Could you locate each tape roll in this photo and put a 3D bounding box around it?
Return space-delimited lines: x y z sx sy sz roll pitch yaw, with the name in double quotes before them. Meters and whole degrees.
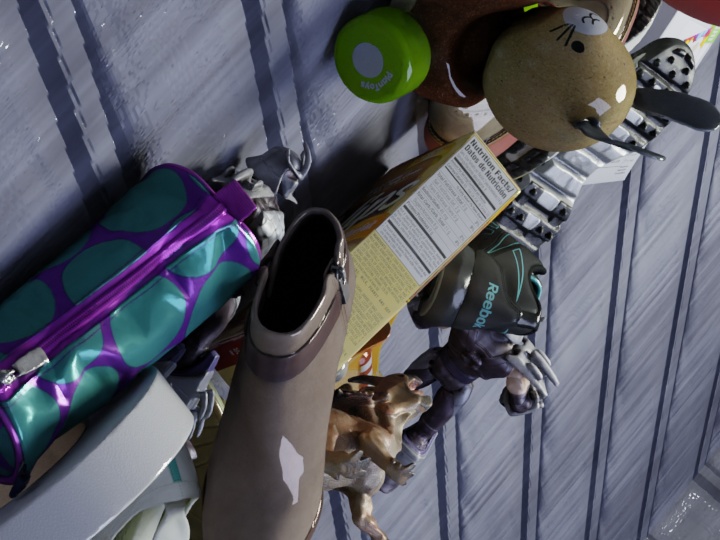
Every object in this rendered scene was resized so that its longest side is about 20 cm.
"tape roll" -0.179 0.126 1.408 0.203 0.037 0.203 -36 -170 7

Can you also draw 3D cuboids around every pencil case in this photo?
"pencil case" -0.144 0.028 1.389 0.200 0.085 0.092 -43 180 -32

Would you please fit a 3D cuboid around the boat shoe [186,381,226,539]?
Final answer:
"boat shoe" -0.103 0.133 1.666 0.063 0.073 0.201 -94 167 -62

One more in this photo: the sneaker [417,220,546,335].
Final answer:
"sneaker" 0.083 0.005 1.809 0.200 0.079 0.075 -83 -169 -73

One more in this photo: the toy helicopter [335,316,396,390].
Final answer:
"toy helicopter" -0.006 0.053 1.869 0.200 0.079 0.132 -62 155 -7

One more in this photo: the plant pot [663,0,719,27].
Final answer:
"plant pot" 0.250 -0.277 1.676 0.200 0.200 0.177 -50 154 -9

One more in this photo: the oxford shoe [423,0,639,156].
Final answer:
"oxford shoe" 0.122 -0.152 1.766 0.200 0.070 0.075 -46 157 -26

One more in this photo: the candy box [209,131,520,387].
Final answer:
"candy box" 0.000 0.000 1.690 0.200 0.055 0.115 -45 -168 -28

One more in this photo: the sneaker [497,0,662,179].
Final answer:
"sneaker" 0.140 -0.132 1.860 0.200 0.077 0.089 -48 171 -10

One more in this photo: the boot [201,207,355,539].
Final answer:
"boot" -0.047 0.068 1.465 0.146 0.070 0.200 96 4 -58

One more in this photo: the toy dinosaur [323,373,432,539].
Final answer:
"toy dinosaur" -0.032 0.114 1.738 0.200 0.136 0.086 14 117 -42

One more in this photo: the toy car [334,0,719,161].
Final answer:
"toy car" 0.118 -0.135 1.558 0.164 0.200 0.158 -31 153 -52

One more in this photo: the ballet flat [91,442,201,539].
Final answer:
"ballet flat" -0.137 0.172 1.553 0.069 0.069 0.200 -37 158 -43

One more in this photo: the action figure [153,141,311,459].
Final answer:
"action figure" -0.083 0.009 1.548 0.200 0.069 0.130 -58 158 7

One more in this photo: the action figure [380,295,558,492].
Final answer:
"action figure" 0.065 0.076 1.961 0.200 0.130 0.069 -43 175 32

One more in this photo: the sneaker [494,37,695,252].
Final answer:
"sneaker" 0.157 -0.107 1.923 0.066 0.091 0.200 33 108 -35

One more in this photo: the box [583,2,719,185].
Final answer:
"box" 0.223 -0.160 2.068 0.200 0.041 0.156 -59 163 15
